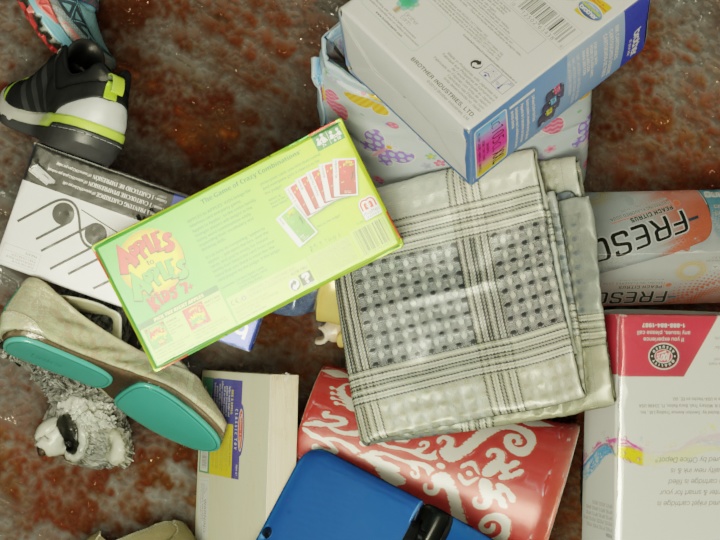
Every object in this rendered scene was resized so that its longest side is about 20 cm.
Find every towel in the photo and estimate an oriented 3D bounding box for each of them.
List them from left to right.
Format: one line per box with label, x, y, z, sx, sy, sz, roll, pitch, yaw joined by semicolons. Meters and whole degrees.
towel;0.079;0.019;1.518;0.199;0.035;0.193;-11;76;14

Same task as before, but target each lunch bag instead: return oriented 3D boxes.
lunch bag;0.066;-0.132;1.561;0.199;0.170;0.128;-7;58;0

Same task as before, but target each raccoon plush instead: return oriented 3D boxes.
raccoon plush;-0.182;0.061;1.612;0.200;0.097;0.134;-42;95;-1

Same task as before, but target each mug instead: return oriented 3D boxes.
mug;0.046;0.171;1.582;0.199;0.133;0.178;17;87;5

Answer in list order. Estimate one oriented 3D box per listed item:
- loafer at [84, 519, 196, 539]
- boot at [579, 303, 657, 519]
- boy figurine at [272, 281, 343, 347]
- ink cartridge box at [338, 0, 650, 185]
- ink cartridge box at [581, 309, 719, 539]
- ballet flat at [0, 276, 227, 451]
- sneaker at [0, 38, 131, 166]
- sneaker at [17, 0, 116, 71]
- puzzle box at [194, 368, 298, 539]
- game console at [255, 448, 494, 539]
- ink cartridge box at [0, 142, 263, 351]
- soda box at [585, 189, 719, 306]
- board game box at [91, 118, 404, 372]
loafer;-0.206;0.243;1.614;0.199;0.076;0.068;-13;51;8
boot;0.243;0.127;1.611;0.131;0.070;0.201;9;93;-5
boy figurine;0.000;0.000;1.610;0.199;0.064;0.125;4;110;-4
ink cartridge box;0.104;-0.174;1.443;0.200;0.076;0.136;-39;67;-15
ink cartridge box;0.242;0.130;1.543;0.147;0.086;0.201;2;91;-13
ballet flat;-0.173;0.066;1.553;0.200;0.067;0.063;31;57;-26
sneaker;-0.211;-0.132;1.573;0.072;0.200;0.083;18;93;-30
sneaker;-0.231;-0.244;1.627;0.095;0.079;0.201;-29;88;-2
puzzle box;-0.087;0.175;1.583;0.025;0.133;0.201;3;88;-27
game console;0.005;0.258;1.507;0.170;0.118;0.201;32;83;-30
ink cartridge box;-0.159;-0.018;1.551;0.199;0.044;0.094;19;92;-1
soda box;0.187;-0.016;1.592;0.199;0.069;0.064;-2;52;-7
board game box;-0.080;-0.018;1.505;0.199;0.048;0.102;-27;92;1
